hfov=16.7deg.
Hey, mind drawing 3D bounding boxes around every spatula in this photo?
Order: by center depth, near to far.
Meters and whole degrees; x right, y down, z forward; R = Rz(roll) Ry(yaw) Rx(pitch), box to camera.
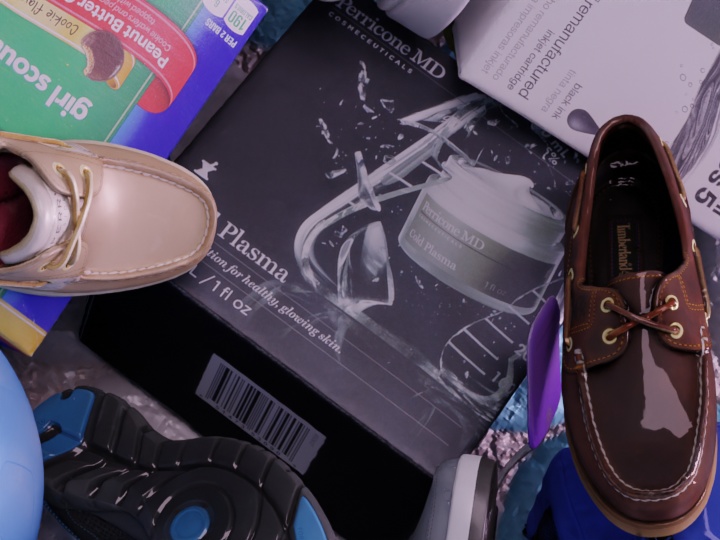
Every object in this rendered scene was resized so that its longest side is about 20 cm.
[{"bbox_3d":[0.070,0.103,1.157,0.020,0.201,0.057,21,31,10],"label":"spatula"}]

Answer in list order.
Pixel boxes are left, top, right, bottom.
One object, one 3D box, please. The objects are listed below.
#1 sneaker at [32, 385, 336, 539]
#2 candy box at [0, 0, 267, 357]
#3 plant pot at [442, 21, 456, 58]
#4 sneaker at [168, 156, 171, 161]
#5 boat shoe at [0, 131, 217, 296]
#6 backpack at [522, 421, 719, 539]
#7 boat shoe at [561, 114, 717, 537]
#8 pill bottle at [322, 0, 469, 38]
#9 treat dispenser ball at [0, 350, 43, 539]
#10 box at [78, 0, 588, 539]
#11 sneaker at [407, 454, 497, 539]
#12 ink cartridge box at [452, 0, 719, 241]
[{"bbox_3d":[-0.074,0.117,1.116,0.200,0.082,0.073,27,65,42],"label":"sneaker"},{"bbox_3d":[-0.170,-0.091,1.122,0.169,0.077,0.201,37,81,-22],"label":"candy box"},{"bbox_3d":[0.135,-0.179,1.314,0.189,0.200,0.201,-15,69,-6],"label":"plant pot"},{"bbox_3d":[-0.159,-0.043,1.218,0.115,0.081,0.200,21,60,-2],"label":"sneaker"},{"bbox_3d":[-0.149,-0.023,1.058,0.199,0.069,0.074,3,95,-24],"label":"boat shoe"},{"bbox_3d":[0.170,0.176,1.153,0.161,0.168,0.201,-8,69,-5],"label":"backpack"},{"bbox_3d":[0.123,0.021,1.110,0.070,0.070,0.201,-5,53,1],"label":"boat shoe"},{"bbox_3d":[-0.027,-0.199,1.168,0.199,0.111,0.111,33,61,-15],"label":"pill bottle"},{"bbox_3d":[-0.238,0.094,1.065,0.200,0.201,0.202,6,64,-12],"label":"treat dispenser ball"},{"bbox_3d":[0.000,0.000,1.217,0.200,0.124,0.197,36,60,4],"label":"box"},{"bbox_3d":[-0.011,0.164,1.120,0.120,0.201,0.084,16,19,5],"label":"sneaker"},{"bbox_3d":[0.167,-0.114,1.210,0.199,0.146,0.084,31,20,-13],"label":"ink cartridge box"}]
